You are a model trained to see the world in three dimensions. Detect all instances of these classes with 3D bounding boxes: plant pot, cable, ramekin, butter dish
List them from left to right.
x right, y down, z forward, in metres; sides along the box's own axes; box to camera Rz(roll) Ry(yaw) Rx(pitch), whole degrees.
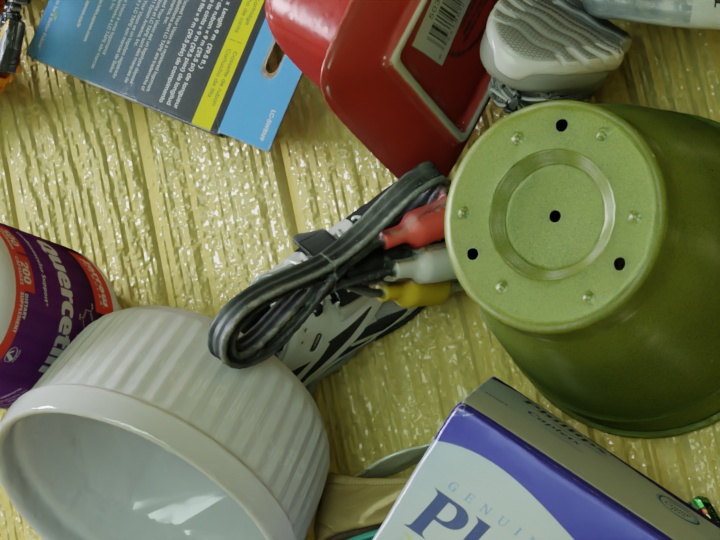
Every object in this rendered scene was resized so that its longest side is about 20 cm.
[{"bbox_3d":[-0.112,0.113,1.616,0.199,0.201,0.105,13,52,25],"label":"ramekin"},{"bbox_3d":[0.000,0.000,1.571,0.050,0.200,0.097,37,133,30],"label":"cable"},{"bbox_3d":[0.011,-0.176,1.601,0.147,0.199,0.201,24,81,28],"label":"butter dish"},{"bbox_3d":[0.140,-0.013,1.527,0.199,0.193,0.202,-4,79,23],"label":"plant pot"}]

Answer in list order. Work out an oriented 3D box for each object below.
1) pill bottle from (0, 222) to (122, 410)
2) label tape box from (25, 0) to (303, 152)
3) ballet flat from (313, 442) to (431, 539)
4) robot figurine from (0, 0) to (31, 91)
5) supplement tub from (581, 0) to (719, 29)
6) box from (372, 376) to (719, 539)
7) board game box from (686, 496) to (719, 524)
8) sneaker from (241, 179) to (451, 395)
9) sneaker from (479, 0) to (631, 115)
[{"bbox_3d":[-0.225,0.030,1.674,0.112,0.200,0.113,-4,79,23],"label":"pill bottle"},{"bbox_3d":[-0.100,-0.167,1.731,0.199,0.063,0.145,23,90,25],"label":"label tape box"},{"bbox_3d":[0.061,0.129,1.608,0.199,0.069,0.063,-12,61,20],"label":"ballet flat"},{"bbox_3d":[-0.256,-0.202,1.780,0.145,0.058,0.201,147,129,-61],"label":"robot figurine"},{"bbox_3d":[0.198,-0.244,1.562,0.122,0.122,0.201,9,99,25],"label":"supplement tub"},{"bbox_3d":[0.090,0.195,1.508,0.184,0.105,0.201,33,102,11],"label":"box"},{"bbox_3d":[0.147,0.230,1.574,0.200,0.023,0.105,-35,71,14],"label":"board game box"},{"bbox_3d":[-0.019,0.013,1.651,0.200,0.088,0.074,-46,65,7],"label":"sneaker"},{"bbox_3d":[0.111,-0.112,1.563,0.075,0.200,0.082,34,104,13],"label":"sneaker"}]
